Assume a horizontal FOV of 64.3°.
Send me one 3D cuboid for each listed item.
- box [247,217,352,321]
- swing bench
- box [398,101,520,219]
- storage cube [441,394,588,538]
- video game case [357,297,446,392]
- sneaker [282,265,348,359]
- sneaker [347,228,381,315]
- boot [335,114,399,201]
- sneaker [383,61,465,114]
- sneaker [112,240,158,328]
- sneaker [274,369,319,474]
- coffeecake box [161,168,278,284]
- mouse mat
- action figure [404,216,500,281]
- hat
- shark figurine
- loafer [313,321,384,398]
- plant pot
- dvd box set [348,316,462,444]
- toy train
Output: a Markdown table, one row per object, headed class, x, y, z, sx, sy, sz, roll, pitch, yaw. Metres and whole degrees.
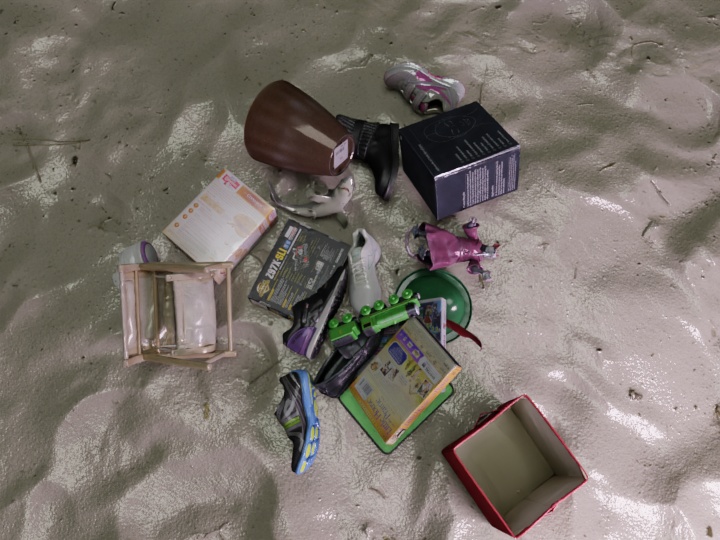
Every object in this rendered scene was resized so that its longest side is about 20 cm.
| class | x | y | z | sx | sy | sz | roll | pitch | yaw |
| --- | --- | --- | --- | --- | --- | --- | --- | --- | --- |
| box | -0.128 | 0.007 | 1.243 | 0.158 | 0.049 | 0.201 | 23 | 75 | 9 |
| swing bench | -0.365 | 0.085 | 1.146 | 0.198 | 0.130 | 0.201 | 1 | 94 | 12 |
| box | 0.211 | -0.243 | 1.248 | 0.195 | 0.125 | 0.201 | -19 | 47 | -7 |
| storage cube | 0.274 | 0.355 | 1.060 | 0.170 | 0.180 | 0.201 | -34 | 74 | -10 |
| video game case | 0.080 | 0.156 | 1.148 | 0.199 | 0.023 | 0.184 | -11 | 65 | 35 |
| sneaker | -0.094 | 0.071 | 1.163 | 0.087 | 0.076 | 0.201 | 22 | 75 | 11 |
| sneaker | 0.000 | 0.000 | 1.201 | 0.070 | 0.080 | 0.202 | -14 | 52 | 18 |
| boot | 0.006 | -0.258 | 1.310 | 0.156 | 0.080 | 0.213 | 6 | 61 | -5 |
| sneaker | 0.145 | -0.426 | 1.364 | 0.198 | 0.081 | 0.089 | 19 | 71 | 7 |
| sneaker | -0.480 | 0.041 | 1.235 | 0.099 | 0.075 | 0.202 | -16 | 72 | 15 |
| sneaker | -0.129 | 0.302 | 1.145 | 0.082 | 0.071 | 0.202 | -10 | 71 | 12 |
| coffeecake box | -0.305 | -0.099 | 1.265 | 0.153 | 0.073 | 0.200 | 39 | 76 | 11 |
| mouse mat | 0.074 | 0.254 | 1.184 | 0.200 | 0.008 | 0.161 | -40 | 76 | -12 |
| action figure | 0.211 | -0.038 | 1.242 | 0.198 | 0.149 | 0.135 | 5 | 80 | -18 |
| hat | 0.166 | 0.058 | 1.156 | 0.199 | 0.176 | 0.167 | 24 | 76 | 8 |
| shark figurine | -0.100 | -0.162 | 1.297 | 0.212 | 0.129 | 0.090 | -5 | 45 | 17 |
| loafer | -0.021 | 0.165 | 1.157 | 0.201 | 0.070 | 0.068 | -55 | 42 | -2 |
| plant pot | -0.118 | -0.288 | 1.245 | 0.199 | 0.187 | 0.188 | 29 | 74 | 22 |
| dvd box set | 0.080 | 0.206 | 1.089 | 0.200 | 0.029 | 0.146 | -50 | 49 | 10 |
| toy train | 0.027 | 0.095 | 1.119 | 0.198 | 0.042 | 0.057 | -22 | 49 | 11 |
